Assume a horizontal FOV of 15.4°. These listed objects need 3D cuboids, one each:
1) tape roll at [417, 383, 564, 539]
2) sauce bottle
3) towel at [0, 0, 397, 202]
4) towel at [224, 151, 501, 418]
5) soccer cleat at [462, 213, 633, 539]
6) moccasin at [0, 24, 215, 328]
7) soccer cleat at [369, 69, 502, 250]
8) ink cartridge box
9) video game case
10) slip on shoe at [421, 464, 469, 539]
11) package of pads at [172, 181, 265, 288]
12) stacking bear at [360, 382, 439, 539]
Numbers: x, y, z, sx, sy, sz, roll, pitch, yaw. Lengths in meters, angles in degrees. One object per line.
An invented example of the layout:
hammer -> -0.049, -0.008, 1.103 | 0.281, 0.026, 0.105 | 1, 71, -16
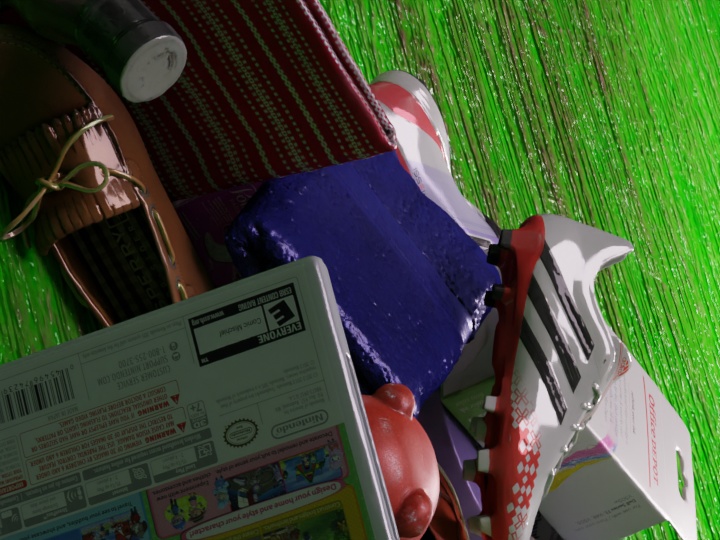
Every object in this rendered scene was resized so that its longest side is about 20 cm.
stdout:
tape roll -> 0.063, 0.119, 1.625 | 0.200, 0.085, 0.201 | 48, 30, -39
sauce bottle -> -0.157, -0.159, 1.335 | 0.200, 0.066, 0.066 | 45, 12, 29
towel -> -0.088, -0.102, 1.377 | 0.145, 0.199, 0.023 | 58, 47, -22
towel -> 0.000, 0.000, 1.460 | 0.148, 0.049, 0.200 | 51, 26, -6
soccer cleat -> 0.106, 0.069, 1.460 | 0.069, 0.085, 0.202 | 124, -28, -78
moccasin -> -0.142, -0.033, 1.354 | 0.078, 0.073, 0.202 | -79, 147, -65
soccer cleat -> 0.044, -0.032, 1.768 | 0.073, 0.068, 0.201 | -41, 112, -41
ink cartridge box -> 0.127, 0.087, 1.602 | 0.200, 0.067, 0.118 | 49, 28, -33
video game case -> -0.086, 0.110, 1.173 | 0.022, 0.199, 0.183 | 43, 30, -69
slip on shoe -> 0.019, 0.144, 1.472 | 0.061, 0.074, 0.200 | 46, 11, -42
package of pads -> -0.046, -0.061, 1.570 | 0.121, 0.075, 0.200 | 55, 26, -21
stacking bear -> -0.053, 0.118, 1.232 | 0.114, 0.199, 0.122 | 38, 36, -47
